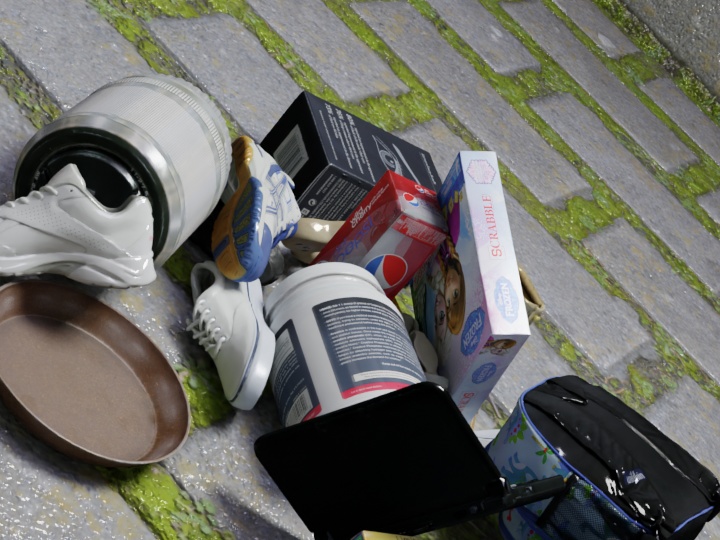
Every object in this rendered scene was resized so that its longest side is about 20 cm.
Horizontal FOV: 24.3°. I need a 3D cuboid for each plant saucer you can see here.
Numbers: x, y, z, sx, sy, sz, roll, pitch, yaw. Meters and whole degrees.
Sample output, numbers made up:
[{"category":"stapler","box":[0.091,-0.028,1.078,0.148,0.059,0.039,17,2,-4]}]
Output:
[{"category":"plant saucer","box":[-0.232,0.091,1.380,0.200,0.035,0.201,31,27,-18]}]

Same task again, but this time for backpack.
[{"category":"backpack","box":[0.212,0.208,1.575,0.200,0.147,0.183,43,26,21]}]

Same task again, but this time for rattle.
[{"category":"rattle","box":[-0.046,0.008,1.761,0.199,0.144,0.130,9,2,-37]}]

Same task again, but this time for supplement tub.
[{"category":"supplement tub","box":[-0.012,0.104,1.543,0.140,0.140,0.201,22,32,-35]}]

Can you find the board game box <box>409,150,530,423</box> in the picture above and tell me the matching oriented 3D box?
[{"category":"board game box","box":[0.100,0.022,1.627,0.041,0.200,0.201,1,59,-15]}]

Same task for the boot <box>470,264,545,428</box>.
[{"category":"boot","box":[0.125,0.089,1.742,0.073,0.156,0.200,35,26,-12]}]

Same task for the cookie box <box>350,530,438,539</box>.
[{"category":"cookie box","box":[0.068,0.322,1.365,0.171,0.075,0.201,15,42,-44]}]

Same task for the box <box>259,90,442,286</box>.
[{"category":"box","box":[-0.004,-0.092,1.910,0.199,0.104,0.148,25,29,-32]}]

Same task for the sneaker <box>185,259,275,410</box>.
[{"category":"sneaker","box":[-0.128,0.059,1.550,0.070,0.073,0.200,20,22,-20]}]

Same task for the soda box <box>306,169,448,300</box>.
[{"category":"soda box","box":[0.000,0.000,1.654,0.063,0.200,0.070,24,30,-31]}]

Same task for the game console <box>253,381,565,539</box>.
[{"category":"game console","box":[0.044,0.166,1.421,0.175,0.199,0.117,-2,75,-56]}]

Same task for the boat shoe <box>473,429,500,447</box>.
[{"category":"boat shoe","box":[0.110,0.200,1.641,0.201,0.075,0.086,18,33,-35]}]

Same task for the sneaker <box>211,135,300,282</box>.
[{"category":"sneaker","box":[-0.092,-0.052,1.628,0.088,0.075,0.201,35,30,-27]}]

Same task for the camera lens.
[{"category":"camera lens","box":[-0.215,-0.086,1.536,0.160,0.160,0.200,40,25,-3]}]

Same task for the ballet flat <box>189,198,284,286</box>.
[{"category":"ballet flat","box":[-0.157,-0.059,1.702,0.200,0.066,0.057,47,12,-2]}]

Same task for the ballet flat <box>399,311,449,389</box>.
[{"category":"ballet flat","box":[0.042,0.080,1.659,0.069,0.070,0.200,25,17,-31]}]

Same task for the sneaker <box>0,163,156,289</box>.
[{"category":"sneaker","box":[-0.268,-0.043,1.409,0.199,0.100,0.078,6,6,-13]}]
